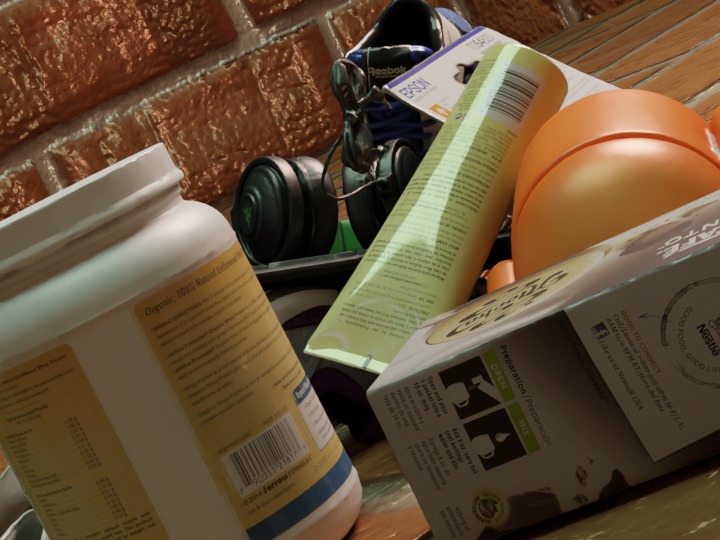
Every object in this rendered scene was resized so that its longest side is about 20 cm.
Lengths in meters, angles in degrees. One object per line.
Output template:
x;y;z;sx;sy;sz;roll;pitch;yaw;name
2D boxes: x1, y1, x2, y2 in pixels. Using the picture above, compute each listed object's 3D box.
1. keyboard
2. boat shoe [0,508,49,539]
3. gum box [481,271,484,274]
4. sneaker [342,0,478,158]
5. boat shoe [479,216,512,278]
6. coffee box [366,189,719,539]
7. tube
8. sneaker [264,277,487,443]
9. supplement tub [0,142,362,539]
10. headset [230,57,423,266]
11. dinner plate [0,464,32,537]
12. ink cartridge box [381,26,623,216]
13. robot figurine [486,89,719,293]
0.000;0.000;1.059;0.200;0.021;0.127;-8;-9;-4;keyboard
-0.175;0.168;0.878;0.073;0.067;0.200;-26;7;7;boat shoe
0.045;-0.011;1.459;0.170;0.045;0.200;-25;7;13;gum box
0.024;-0.089;1.197;0.080;0.200;0.115;0;-13;19;sneaker
0.122;-0.024;1.211;0.071;0.063;0.200;-16;14;47;boat shoe
0.117;0.031;0.762;0.200;0.080;0.113;-24;6;20;coffee box
0.046;-0.029;0.983;0.200;0.052;0.058;-61;15;-24;tube
0.017;0.053;1.064;0.200;0.088;0.074;-3;-11;-33;sneaker
-0.101;0.056;0.881;0.145;0.200;0.145;-26;7;3;supplement tub
-0.014;-0.052;1.086;0.123;0.094;0.200;-8;-10;-8;headset
-0.201;0.134;1.161;0.200;0.024;0.200;-53;-1;-1;dinner plate
0.126;-0.073;1.119;0.200;0.200;0.041;-39;-27;-62;ink cartridge box
0.130;-0.019;0.912;0.144;0.117;0.200;-4;17;7;robot figurine
